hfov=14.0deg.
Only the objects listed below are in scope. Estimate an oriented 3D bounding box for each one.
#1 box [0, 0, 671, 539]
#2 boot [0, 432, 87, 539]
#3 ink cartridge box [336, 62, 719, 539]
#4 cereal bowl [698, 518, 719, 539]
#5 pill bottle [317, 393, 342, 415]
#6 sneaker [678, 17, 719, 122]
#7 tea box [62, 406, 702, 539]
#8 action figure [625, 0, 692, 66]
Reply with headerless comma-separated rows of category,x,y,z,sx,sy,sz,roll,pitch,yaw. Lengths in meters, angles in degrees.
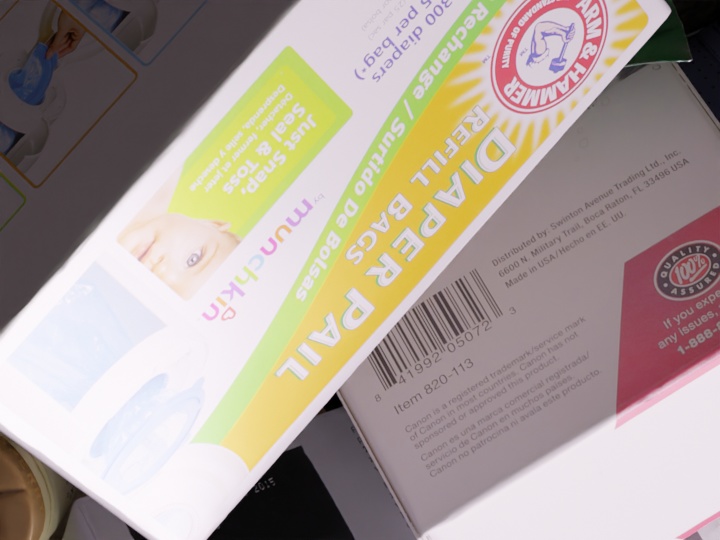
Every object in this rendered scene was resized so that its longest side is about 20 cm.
box,-0.034,-0.045,0.765,0.200,0.101,0.112,-49,138,-1
boot,-0.155,0.091,1.042,0.199,0.073,0.155,-31,180,29
ink cartridge box,0.053,-0.007,0.943,0.146,0.201,0.083,-32,141,3
cereal bowl,0.176,0.046,1.256,0.199,0.200,0.084,-26,133,-12
pill bottle,-0.042,0.099,1.174,0.199,0.112,0.112,-24,156,-17
sneaker,0.190,-0.102,1.109,0.199,0.070,0.109,-18,150,-25
tea box,-0.001,0.149,1.029,0.199,0.134,0.197,-18,153,-24
action figure,-0.007,-0.070,0.913,0.199,0.119,0.055,-27,138,11
